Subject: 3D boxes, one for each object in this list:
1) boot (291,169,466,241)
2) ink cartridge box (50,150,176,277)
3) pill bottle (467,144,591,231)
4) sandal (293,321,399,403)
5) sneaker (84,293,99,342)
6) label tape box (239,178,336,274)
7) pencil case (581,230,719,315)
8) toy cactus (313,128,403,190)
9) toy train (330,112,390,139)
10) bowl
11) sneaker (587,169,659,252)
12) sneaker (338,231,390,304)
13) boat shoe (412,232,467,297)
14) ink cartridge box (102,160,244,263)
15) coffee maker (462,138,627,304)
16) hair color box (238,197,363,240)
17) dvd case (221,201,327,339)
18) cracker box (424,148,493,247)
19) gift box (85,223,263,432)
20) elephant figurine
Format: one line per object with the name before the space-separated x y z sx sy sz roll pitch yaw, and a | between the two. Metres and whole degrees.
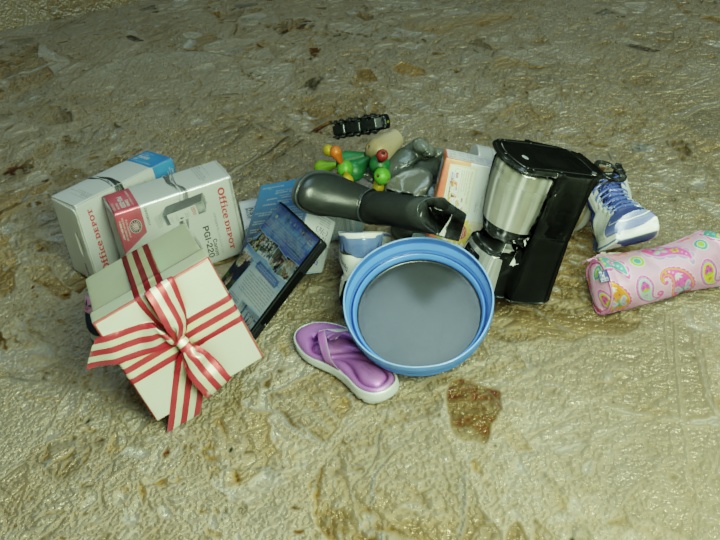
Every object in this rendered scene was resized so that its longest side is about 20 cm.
boot | 0.023 -0.087 1.214 0.163 0.067 0.199 4 11 -39
ink cartridge box | -0.402 -0.094 1.503 0.084 0.146 0.199 20 41 39
pill bottle | 0.263 -0.136 1.396 0.197 0.112 0.112 12 30 -10
sandal | -0.017 0.106 1.191 0.082 0.050 0.202 -28 38 -29
sneaker | -0.330 0.031 1.348 0.070 0.083 0.200 18 40 36
label tape box | -0.116 -0.037 1.364 0.142 0.066 0.203 -3 68 47
pencil case | 0.410 0.001 1.230 0.197 0.088 0.088 -12 32 -8
toy cactus | -0.002 -0.182 1.445 0.165 0.103 0.199 -40 19 -25
toy train | 0.000 -0.240 1.470 0.045 0.035 0.200 -14 10 -21
bowl | 0.076 0.048 1.168 0.198 0.040 0.203 -3 56 5
sneaker | 0.361 -0.089 1.277 0.080 0.117 0.199 -14 -2 4
sneaker | 0.000 0.000 1.318 0.079 0.117 0.199 3 3 5
boat shoe | 0.115 0.012 1.297 0.071 0.061 0.202 8 27 -22
ink cartridge box | -0.298 -0.075 1.448 0.198 0.147 0.085 -22 33 -20
coffee maker | 0.245 -0.060 1.221 0.190 0.202 0.135 15 29 -1
hair color box | -0.102 -0.089 1.509 0.197 0.061 0.099 -12 32 -8
dvd case | -0.143 0.009 1.291 0.201 0.017 0.143 -52 41 3
cracker box | 0.205 -0.091 1.321 0.197 0.136 0.058 13 22 -2
gift box | -0.252 0.079 1.156 0.199 0.186 0.187 -35 28 -8
elephant figurine | 0.097 -0.115 1.446 0.155 0.141 0.201 -39 32 28
